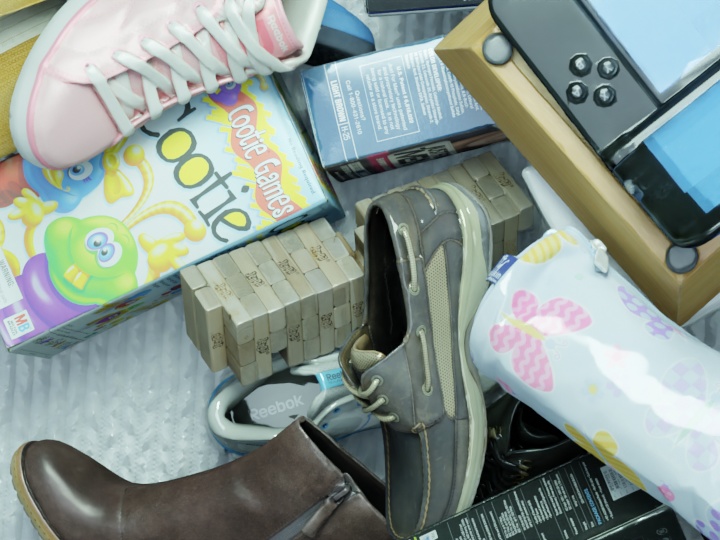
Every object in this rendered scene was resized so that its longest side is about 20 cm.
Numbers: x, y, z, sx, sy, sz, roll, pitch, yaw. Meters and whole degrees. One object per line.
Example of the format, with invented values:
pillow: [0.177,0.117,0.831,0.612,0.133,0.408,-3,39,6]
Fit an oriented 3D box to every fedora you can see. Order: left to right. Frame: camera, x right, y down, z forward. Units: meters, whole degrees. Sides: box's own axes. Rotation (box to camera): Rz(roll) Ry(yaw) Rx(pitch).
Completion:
fedora: [-0.218,-0.103,1.516,0.200,0.201,0.082,-27,96,4]

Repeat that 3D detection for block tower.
block tower: [0.000,0.000,1.508,0.199,0.058,0.054,-22,51,-18]

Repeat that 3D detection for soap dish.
soap dish: [0.159,-0.096,1.401,0.157,0.081,0.200,-41,86,4]

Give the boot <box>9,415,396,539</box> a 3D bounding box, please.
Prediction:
boot: [-0.084,0.128,1.514,0.200,0.072,0.166,41,120,-7]

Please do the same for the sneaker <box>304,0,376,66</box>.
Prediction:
sneaker: [-0.076,-0.180,1.558,0.199,0.066,0.079,22,78,10]

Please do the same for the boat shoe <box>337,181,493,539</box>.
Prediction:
boat shoe: [0.023,0.051,1.449,0.073,0.074,0.201,2,90,-28]

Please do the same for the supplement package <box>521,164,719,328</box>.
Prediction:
supplement package: [0.204,-0.049,1.498,0.199,0.120,0.122,-28,87,4]

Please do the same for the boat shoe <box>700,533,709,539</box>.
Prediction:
boat shoe: [0.245,0.172,1.509,0.070,0.070,0.200,-40,85,1]

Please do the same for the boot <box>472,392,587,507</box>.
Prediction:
boot: [0.066,0.114,1.494,0.077,0.138,0.200,43,92,6]

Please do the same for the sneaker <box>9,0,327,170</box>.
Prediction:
sneaker: [-0.096,-0.124,1.447,0.104,0.076,0.200,26,64,42]

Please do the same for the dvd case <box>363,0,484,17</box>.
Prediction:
dvd case: [0.103,-0.197,1.513,0.199,0.151,0.025,-3,126,5]

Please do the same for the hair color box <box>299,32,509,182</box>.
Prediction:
hair color box: [0.072,-0.105,1.524,0.199,0.100,0.061,-14,86,5]

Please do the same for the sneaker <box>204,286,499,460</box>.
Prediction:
sneaker: [0.002,0.063,1.530,0.199,0.087,0.075,-22,84,3]

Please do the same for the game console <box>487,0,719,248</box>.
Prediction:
game console: [0.183,-0.134,1.299,0.200,0.118,0.171,-38,87,3]

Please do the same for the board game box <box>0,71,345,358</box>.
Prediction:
board game box: [-0.123,-0.039,1.538,0.199,0.105,0.103,-25,84,3]

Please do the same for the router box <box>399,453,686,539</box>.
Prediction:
router box: [0.120,0.198,1.464,0.149,0.200,0.062,-25,42,3]

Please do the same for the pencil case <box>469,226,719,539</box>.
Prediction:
pencil case: [0.151,0.063,1.367,0.200,0.083,0.091,37,75,21]
